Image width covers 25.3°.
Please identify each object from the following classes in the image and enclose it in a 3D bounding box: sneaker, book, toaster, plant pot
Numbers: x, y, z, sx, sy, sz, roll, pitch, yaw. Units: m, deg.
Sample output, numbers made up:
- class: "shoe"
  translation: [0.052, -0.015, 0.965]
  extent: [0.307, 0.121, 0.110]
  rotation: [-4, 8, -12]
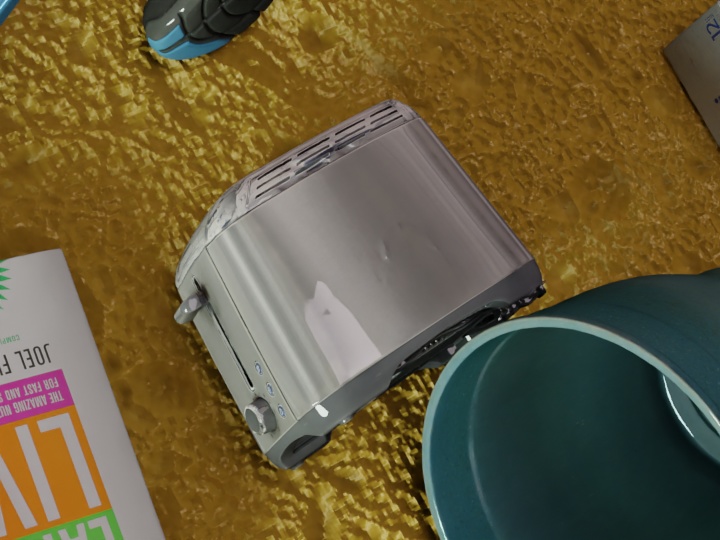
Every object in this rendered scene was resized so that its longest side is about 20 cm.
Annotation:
- class: "sneaker"
  translation: [-0.068, -0.209, 0.905]
  extent: [0.081, 0.073, 0.201]
  rotation: [31, 79, 13]
- class: "book"
  translation: [-0.173, 0.099, 0.765]
  extent: [0.133, 0.048, 0.202]
  rotation: [-15, 75, -32]
- class: "toaster"
  translation: [0.000, 0.000, 0.838]
  extent: [0.199, 0.114, 0.130]
  rotation: [-32, 82, -29]
- class: "plant pot"
  translation: [0.165, 0.087, 0.841]
  extent: [0.187, 0.200, 0.201]
  rotation: [-27, 82, -44]

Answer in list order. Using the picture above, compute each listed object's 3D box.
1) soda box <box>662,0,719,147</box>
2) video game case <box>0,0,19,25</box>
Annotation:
- class: "soda box"
  translation: [0.278, -0.080, 1.019]
  extent: [0.063, 0.068, 0.201]
  rotation: [-25, 81, -29]
- class: "video game case"
  translation: [-0.264, -0.166, 0.773]
  extent: [0.200, 0.143, 0.018]
  rotation: [45, 27, -2]
